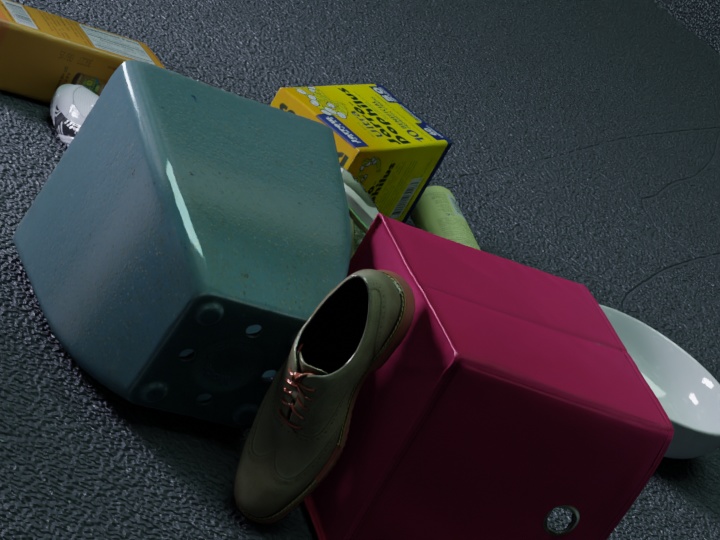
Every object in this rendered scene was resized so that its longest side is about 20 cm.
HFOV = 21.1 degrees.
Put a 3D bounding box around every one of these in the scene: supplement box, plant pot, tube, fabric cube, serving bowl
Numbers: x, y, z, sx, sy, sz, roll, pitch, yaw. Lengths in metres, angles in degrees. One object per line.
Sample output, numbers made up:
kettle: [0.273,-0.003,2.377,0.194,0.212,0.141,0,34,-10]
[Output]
supplement box: [-0.016,-0.110,1.915,0.109,0.110,0.199,39,23,20]
supplement box: [-0.281,-0.195,1.804,0.199,0.067,0.069,16,23,-36]
plant pot: [-0.121,0.002,1.443,0.195,0.196,0.201,16,36,-33]
tube: [0.098,-0.009,1.944,0.057,0.052,0.201,-18,40,-6]
fabric cube: [0.077,0.111,1.444,0.198,0.197,0.201,20,25,-28]
serving bowl: [0.264,0.117,1.860,0.199,0.066,0.201,26,22,-12]

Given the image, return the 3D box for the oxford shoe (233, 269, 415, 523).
oxford shoe: [-0.039,0.083,1.338,0.070,0.201,0.075,30,4,24]

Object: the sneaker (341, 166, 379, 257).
sneaker: [0.000,0.000,1.778,0.200,0.089,0.077,49,-17,-4]

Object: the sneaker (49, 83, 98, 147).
sneaker: [-0.192,-0.132,1.718,0.075,0.116,0.200,2,36,-52]
